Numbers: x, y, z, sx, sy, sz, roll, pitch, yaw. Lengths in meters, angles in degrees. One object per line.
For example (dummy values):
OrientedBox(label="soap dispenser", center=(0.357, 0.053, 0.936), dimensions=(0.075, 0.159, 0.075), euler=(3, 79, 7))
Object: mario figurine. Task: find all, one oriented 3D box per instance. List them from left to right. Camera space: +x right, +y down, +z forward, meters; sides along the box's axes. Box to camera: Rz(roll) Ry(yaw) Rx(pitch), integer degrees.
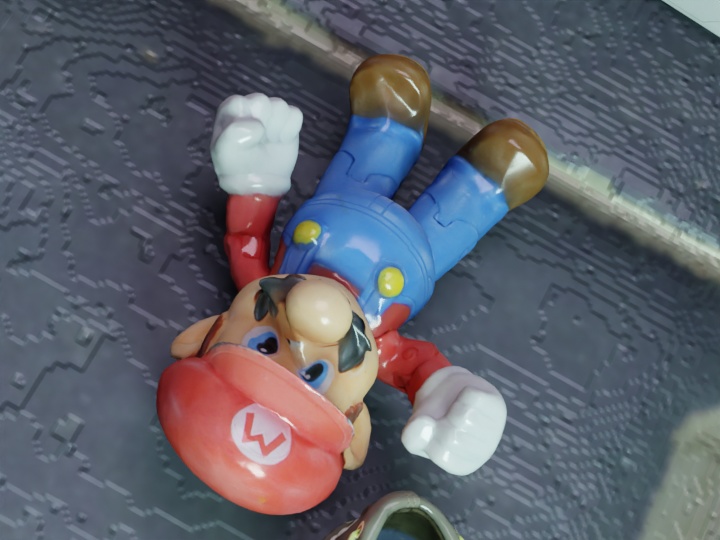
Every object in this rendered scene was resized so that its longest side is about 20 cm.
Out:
OrientedBox(label="mario figurine", center=(0.000, 0.000, 0.889), dimensions=(0.123, 0.106, 0.200), euler=(3, 42, 31))

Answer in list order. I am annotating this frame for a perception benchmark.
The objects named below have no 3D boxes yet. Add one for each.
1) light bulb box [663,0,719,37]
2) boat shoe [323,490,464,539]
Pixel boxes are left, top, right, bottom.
OrientedBox(label="light bulb box", center=(0.184, -0.235, 1.026), dimensions=(0.124, 0.198, 0.201), euler=(33, 57, 0))
OrientedBox(label="boat shoe", center=(0.014, 0.172, 0.829), dimensions=(0.072, 0.060, 0.203), euler=(3, 61, -15))
